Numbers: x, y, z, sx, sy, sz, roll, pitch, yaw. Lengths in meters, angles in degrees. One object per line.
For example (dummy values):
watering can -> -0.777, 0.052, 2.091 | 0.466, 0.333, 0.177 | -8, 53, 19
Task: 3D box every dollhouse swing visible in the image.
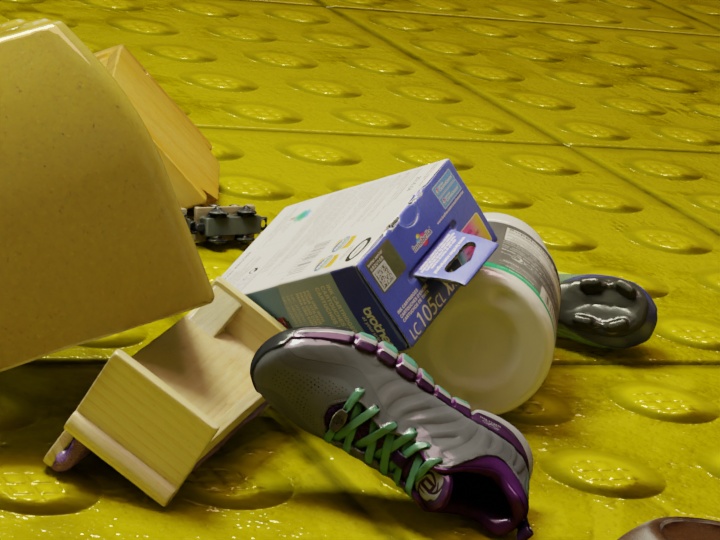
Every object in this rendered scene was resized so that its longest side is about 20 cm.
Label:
dollhouse swing -> -0.250, -0.092, 2.061 | 0.182, 0.176, 0.200 | 49, 8, -15

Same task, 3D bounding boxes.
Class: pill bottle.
pill bottle -> 0.091, 0.027, 1.719 | 0.113, 0.113, 0.200 | 11, 16, 4

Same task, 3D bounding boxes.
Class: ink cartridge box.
ink cartridge box -> 0.000, 0.000, 1.597 | 0.200, 0.076, 0.136 | -17, 24, 44

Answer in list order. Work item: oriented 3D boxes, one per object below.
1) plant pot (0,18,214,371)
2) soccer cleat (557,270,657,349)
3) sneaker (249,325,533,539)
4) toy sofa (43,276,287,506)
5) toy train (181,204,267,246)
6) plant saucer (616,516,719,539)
plant pot -> -0.233, -0.055, 1.505 | 0.195, 0.200, 0.194 | -19, 11, -16
soccer cleat -> 0.143, 0.026, 1.874 | 0.200, 0.065, 0.084 | 12, -13, 23
sneaker -> 0.025, 0.102, 1.444 | 0.200, 0.074, 0.088 | 24, 22, -15
toy sofa -> -0.115, 0.086, 1.494 | 0.083, 0.098, 0.200 | 37, 20, 5
toy train -> -0.168, -0.037, 1.930 | 0.200, 0.034, 0.046 | -2, 8, -32
plant saucer -> 0.241, 0.185, 1.358 | 0.200, 0.032, 0.200 | 15, 9, -2
